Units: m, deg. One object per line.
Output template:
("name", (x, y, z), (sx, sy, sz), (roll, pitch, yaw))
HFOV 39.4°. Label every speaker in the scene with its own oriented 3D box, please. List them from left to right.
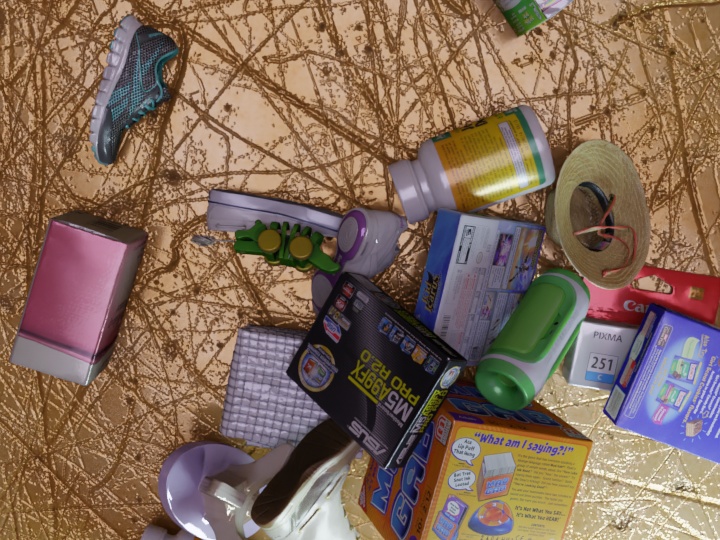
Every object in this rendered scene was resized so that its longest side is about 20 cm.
("speaker", (0.225, 0.086, 1.301), (0.088, 0.088, 0.200), (44, 54, -6))

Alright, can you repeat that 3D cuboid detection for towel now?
("towel", (-0.084, 0.163, 1.379), (0.200, 0.086, 0.166), (8, 100, -2))

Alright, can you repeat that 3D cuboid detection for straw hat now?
("straw hat", (0.292, -0.069, 1.334), (0.201, 0.085, 0.201), (2, 87, -37))

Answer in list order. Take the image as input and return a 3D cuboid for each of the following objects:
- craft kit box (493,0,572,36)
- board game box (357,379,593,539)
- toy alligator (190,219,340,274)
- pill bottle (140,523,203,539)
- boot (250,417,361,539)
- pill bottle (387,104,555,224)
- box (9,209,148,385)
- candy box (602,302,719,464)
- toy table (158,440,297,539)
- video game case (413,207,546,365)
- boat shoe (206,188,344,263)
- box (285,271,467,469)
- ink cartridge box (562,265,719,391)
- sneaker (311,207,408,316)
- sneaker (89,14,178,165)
("craft kit box", (0.171, -0.388, 1.238), (0.048, 0.200, 0.198), (-33, 97, 3))
("board game box", (0.142, 0.264, 1.305), (0.200, 0.200, 0.200), (12, 99, -21))
("toy alligator", (-0.118, -0.041, 1.298), (0.200, 0.059, 0.054), (13, 71, 7))
("pill bottle", (-0.217, 0.426, 1.401), (0.200, 0.111, 0.111), (21, 98, -3))
("boot", (-0.037, 0.297, 1.323), (0.200, 0.072, 0.155), (-46, 126, -22))
("pill bottle", (0.143, -0.133, 1.319), (0.200, 0.113, 0.113), (-20, 98, 4))
("box", (-0.372, 0.033, 1.337), (0.109, 0.128, 0.200), (18, 99, -3))
("candy box", (0.452, 0.156, 1.334), (0.200, 0.077, 0.169), (21, 99, -3))
("toy table", (-0.160, 0.306, 1.333), (0.200, 0.117, 0.184), (25, 79, -45))
("video game case", (0.153, 0.026, 1.321), (0.181, 0.045, 0.200), (5, 101, -44))
("boat shoe", (-0.111, -0.051, 1.351), (0.202, 0.075, 0.086), (10, 98, 1))
("box", (0.015, 0.120, 1.241), (0.200, 0.044, 0.160), (40, 106, 34))
("ink cartridge box", (0.394, 0.084, 1.383), (0.200, 0.045, 0.176), (9, 99, -1))
("sneaker", (0.000, 0.000, 1.339), (0.100, 0.075, 0.200), (-4, 140, -35))
("sneaker", (-0.298, -0.230, 1.329), (0.091, 0.078, 0.200), (17, 99, -6))
